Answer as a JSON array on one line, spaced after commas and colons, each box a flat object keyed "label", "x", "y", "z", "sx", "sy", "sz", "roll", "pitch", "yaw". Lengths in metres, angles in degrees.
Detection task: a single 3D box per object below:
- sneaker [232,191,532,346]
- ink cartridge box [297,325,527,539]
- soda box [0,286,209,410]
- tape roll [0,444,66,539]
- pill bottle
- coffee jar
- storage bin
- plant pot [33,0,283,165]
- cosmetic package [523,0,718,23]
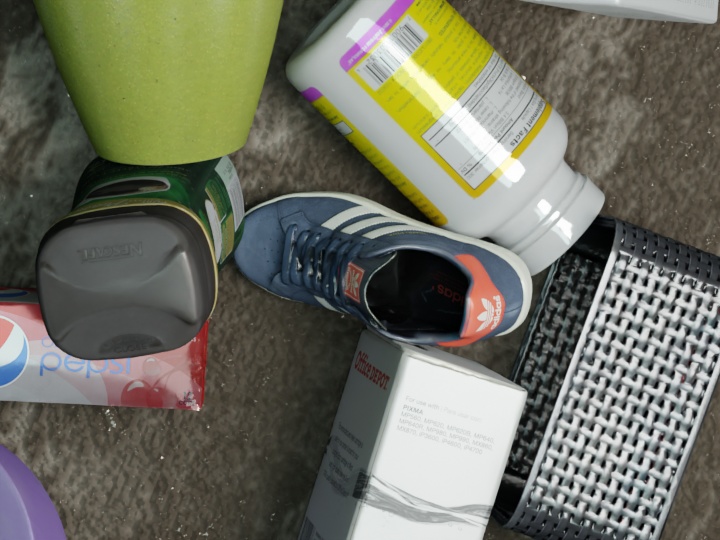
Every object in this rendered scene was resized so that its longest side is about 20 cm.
[{"label": "sneaker", "x": 0.000, "y": 0.000, "z": 1.653, "sx": 0.200, "sy": 0.084, "sz": 0.075, "roll": 10, "pitch": 105, "yaw": 25}, {"label": "ink cartridge box", "x": 0.022, "y": 0.145, "z": 1.676, "sx": 0.084, "sy": 0.144, "sz": 0.201, "roll": 16, "pitch": 92, "yaw": -11}, {"label": "soda box", "x": -0.195, "y": 0.045, "z": 1.671, "sx": 0.199, "sy": 0.070, "sz": 0.064, "roll": 3, "pitch": 97, "yaw": -9}, {"label": "tape roll", "x": -0.279, "y": 0.184, "z": 1.629, "sx": 0.199, "sy": 0.085, "sz": 0.201, "roll": -1, "pitch": 80, "yaw": 7}, {"label": "pill bottle", "x": 0.056, "y": -0.090, "z": 1.684, "sx": 0.200, "sy": 0.104, "sz": 0.104, "roll": 45, "pitch": 87, "yaw": -10}, {"label": "coffee jar", "x": -0.129, "y": -0.013, "z": 1.605, "sx": 0.104, "sy": 0.200, "sz": 0.086, "roll": -7, "pitch": 106, "yaw": 6}, {"label": "storage bin", "x": 0.154, "y": 0.073, "z": 1.694, "sx": 0.094, "sy": 0.135, "sz": 0.200, "roll": 19, "pitch": 91, "yaw": -10}, {"label": "plant pot", "x": -0.120, "y": -0.171, "z": 1.627, "sx": 0.187, "sy": 0.187, "sz": 0.201, "roll": -5, "pitch": 108, "yaw": -8}, {"label": "cosmetic package", "x": 0.158, "y": -0.204, "z": 1.641, "sx": 0.071, "sy": 0.200, "sz": 0.102, "roll": 6, "pitch": 93, "yaw": 23}]
